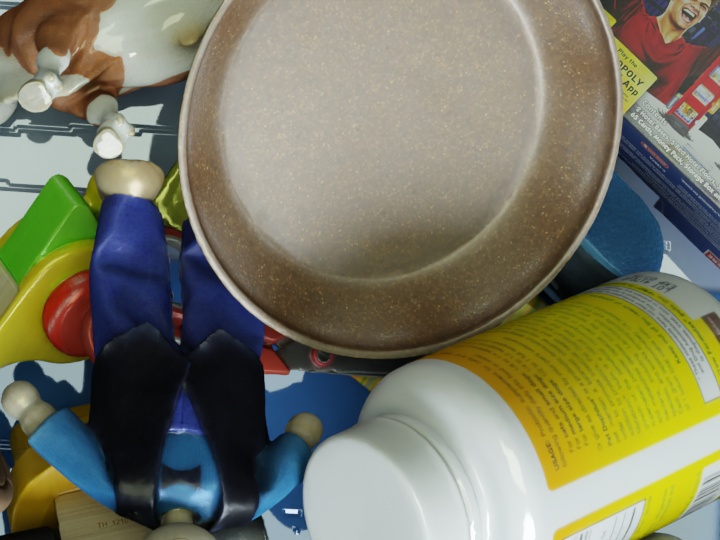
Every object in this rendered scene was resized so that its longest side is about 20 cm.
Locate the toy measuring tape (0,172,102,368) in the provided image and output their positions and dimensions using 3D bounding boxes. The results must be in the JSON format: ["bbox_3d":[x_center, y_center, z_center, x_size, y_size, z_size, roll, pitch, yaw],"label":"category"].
[{"bbox_3d":[-0.155,0.036,1.137,0.073,0.074,0.200,35,102,-6],"label":"toy measuring tape"}]

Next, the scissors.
[{"bbox_3d":[-0.031,0.043,1.127,0.199,0.014,0.074,24,73,-23],"label":"scissors"}]

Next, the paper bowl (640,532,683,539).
[{"bbox_3d":[0.093,0.184,1.090,0.200,0.201,0.105,-19,90,-7],"label":"paper bowl"}]

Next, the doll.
[{"bbox_3d":[-0.081,0.051,1.039,0.136,0.049,0.201,3,62,-15],"label":"doll"}]

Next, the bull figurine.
[{"bbox_3d":[-0.102,-0.103,1.100,0.199,0.122,0.065,-27,122,2],"label":"bull figurine"}]

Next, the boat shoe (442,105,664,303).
[{"bbox_3d":[0.053,-0.050,1.137,0.200,0.069,0.084,51,45,-12],"label":"boat shoe"}]

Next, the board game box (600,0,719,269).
[{"bbox_3d":[0.211,-0.103,1.168,0.200,0.062,0.200,44,75,4],"label":"board game box"}]

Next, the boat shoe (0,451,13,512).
[{"bbox_3d":[-0.229,0.031,1.043,0.075,0.075,0.203,-33,81,9],"label":"boat shoe"}]

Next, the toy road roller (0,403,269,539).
[{"bbox_3d":[-0.100,0.146,1.123,0.122,0.146,0.201,-11,128,-7],"label":"toy road roller"}]

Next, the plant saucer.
[{"bbox_3d":[0.014,-0.063,1.052,0.199,0.037,0.202,-7,110,-20],"label":"plant saucer"}]

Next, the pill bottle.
[{"bbox_3d":[0.074,0.076,1.063,0.199,0.109,0.110,-20,93,-39],"label":"pill bottle"}]

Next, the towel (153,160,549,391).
[{"bbox_3d":[0.000,0.000,1.173,0.200,0.018,0.086,38,82,-5],"label":"towel"}]
